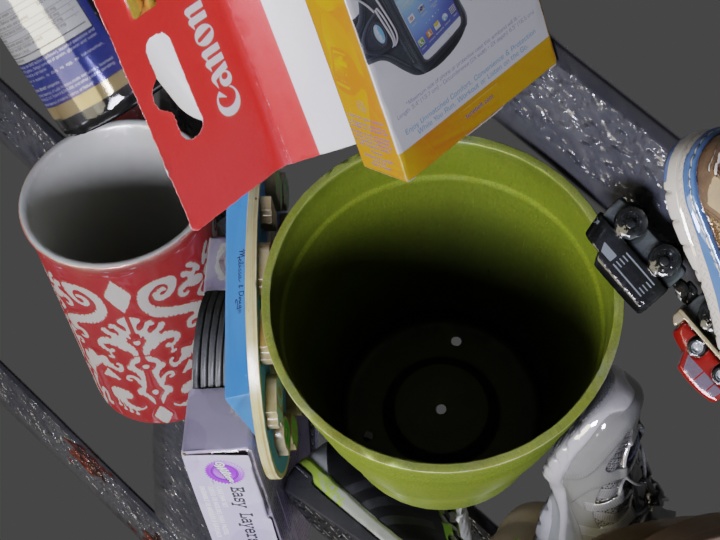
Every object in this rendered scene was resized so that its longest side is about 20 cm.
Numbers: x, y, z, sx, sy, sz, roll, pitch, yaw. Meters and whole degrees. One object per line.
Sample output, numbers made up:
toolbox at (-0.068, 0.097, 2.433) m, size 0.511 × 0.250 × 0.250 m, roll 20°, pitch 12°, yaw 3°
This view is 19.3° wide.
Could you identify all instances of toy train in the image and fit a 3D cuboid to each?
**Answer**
toy train at (0.193, 0.046, 1.140) m, size 0.200 × 0.046 × 0.034 m, roll 49°, pitch -168°, yaw 4°

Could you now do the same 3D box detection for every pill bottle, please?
pill bottle at (-0.198, -0.198, 1.377) m, size 0.200 × 0.112 × 0.112 m, roll 58°, pitch 153°, yaw -14°

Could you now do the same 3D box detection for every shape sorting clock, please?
shape sorting clock at (-0.051, 0.026, 1.283) m, size 0.039 × 0.200 × 0.200 m, roll -3°, pitch 134°, yaw 8°

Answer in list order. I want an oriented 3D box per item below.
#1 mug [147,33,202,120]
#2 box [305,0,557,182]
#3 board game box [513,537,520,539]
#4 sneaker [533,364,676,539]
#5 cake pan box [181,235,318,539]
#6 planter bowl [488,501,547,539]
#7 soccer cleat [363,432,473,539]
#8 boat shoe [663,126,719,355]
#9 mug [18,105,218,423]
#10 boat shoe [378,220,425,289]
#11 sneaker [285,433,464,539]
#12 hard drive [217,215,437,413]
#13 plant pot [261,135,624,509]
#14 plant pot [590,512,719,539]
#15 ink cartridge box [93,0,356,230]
mug at (-0.074, -0.177, 1.221) m, size 0.149 × 0.187 × 0.153 m, roll -7°, pitch 134°, yaw 23°
box at (0.025, -0.160, 1.065) m, size 0.041 × 0.119 × 0.200 m, roll 20°, pitch 140°, yaw 47°
board game box at (0.163, 0.261, 1.332) m, size 0.200 × 0.102 × 0.048 m, roll 26°, pitch 162°, yaw 6°
sneaker at (0.160, 0.127, 1.297) m, size 0.082 × 0.075 × 0.200 m, roll 24°, pitch 151°, yaw 15°
cake pan box at (-0.069, 0.102, 1.419) m, size 0.052 × 0.185 × 0.200 m, roll -4°, pitch 141°, yaw 8°
planter bowl at (0.129, 0.277, 1.443) m, size 0.200 × 0.135 × 0.201 m, roll 38°, pitch 151°, yaw 26°
soccer cleat at (0.045, 0.160, 1.456) m, size 0.085 × 0.069 × 0.200 m, roll 16°, pitch 137°, yaw 47°
boat shoe at (0.218, 0.022, 1.046) m, size 0.072 × 0.072 × 0.200 m, roll -3°, pitch 122°, yaw 57°
mug at (-0.146, -0.007, 1.515) m, size 0.133 × 0.178 × 0.200 m, roll 14°, pitch 144°, yaw 19°
boat shoe at (-0.001, 0.000, 1.374) m, size 0.202 × 0.074 × 0.065 m, roll 104°, pitch 164°, yaw -58°
sneaker at (0.034, 0.154, 1.337) m, size 0.200 × 0.083 × 0.072 m, roll 34°, pitch 161°, yaw 37°
hard drive at (-0.026, 0.056, 1.527) m, size 0.200 × 0.026 × 0.132 m, roll 37°, pitch 150°, yaw 28°
plant pot at (0.049, 0.052, 1.249) m, size 0.200 × 0.200 × 0.193 m, roll 42°, pitch 165°, yaw 18°
plant pot at (0.169, 0.216, 1.248) m, size 0.093 × 0.200 × 0.201 m, roll 42°, pitch 156°, yaw 48°
ink cartridge box at (-0.027, -0.132, 1.091) m, size 0.050 × 0.200 × 0.161 m, roll 20°, pitch 141°, yaw 45°
